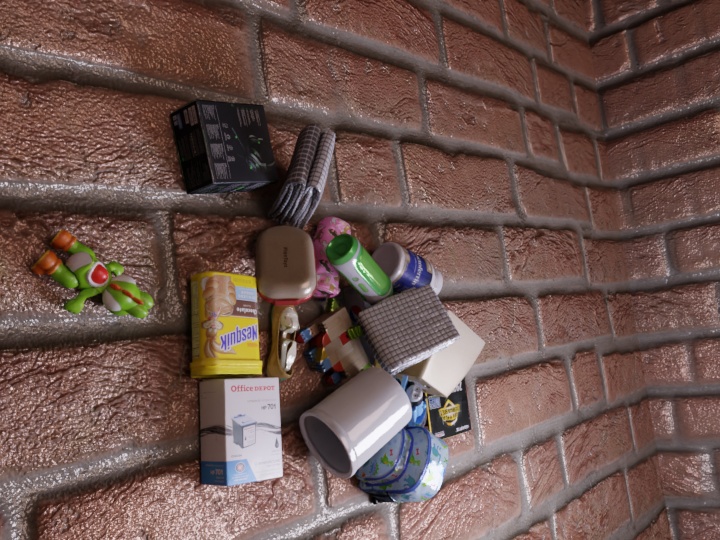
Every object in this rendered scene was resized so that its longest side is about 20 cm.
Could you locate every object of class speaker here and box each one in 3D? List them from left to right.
[{"bbox_3d":[0.000,0.000,1.622,0.200,0.088,0.089,49,47,-44],"label":"speaker"}]

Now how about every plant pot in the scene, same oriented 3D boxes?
[{"bbox_3d":[0.169,0.213,1.808,0.200,0.199,0.178,40,66,-40],"label":"plant pot"}]

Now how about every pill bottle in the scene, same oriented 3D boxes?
[{"bbox_3d":[0.125,0.008,1.857,0.200,0.115,0.116,25,63,-44],"label":"pill bottle"}]

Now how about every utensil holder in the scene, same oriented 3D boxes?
[{"bbox_3d":[-0.007,0.333,1.551,0.200,0.170,0.171,-32,105,-33],"label":"utensil holder"}]

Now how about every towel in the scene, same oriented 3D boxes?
[{"bbox_3d":[-0.132,-0.204,1.552,0.085,0.200,0.166,18,59,-13],"label":"towel"},{"bbox_3d":[0.110,0.138,1.643,0.199,0.086,0.166,-23,67,-19],"label":"towel"}]

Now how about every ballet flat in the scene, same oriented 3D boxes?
[{"bbox_3d":[-0.160,0.146,1.533,0.068,0.063,0.201,22,64,-45],"label":"ballet flat"}]

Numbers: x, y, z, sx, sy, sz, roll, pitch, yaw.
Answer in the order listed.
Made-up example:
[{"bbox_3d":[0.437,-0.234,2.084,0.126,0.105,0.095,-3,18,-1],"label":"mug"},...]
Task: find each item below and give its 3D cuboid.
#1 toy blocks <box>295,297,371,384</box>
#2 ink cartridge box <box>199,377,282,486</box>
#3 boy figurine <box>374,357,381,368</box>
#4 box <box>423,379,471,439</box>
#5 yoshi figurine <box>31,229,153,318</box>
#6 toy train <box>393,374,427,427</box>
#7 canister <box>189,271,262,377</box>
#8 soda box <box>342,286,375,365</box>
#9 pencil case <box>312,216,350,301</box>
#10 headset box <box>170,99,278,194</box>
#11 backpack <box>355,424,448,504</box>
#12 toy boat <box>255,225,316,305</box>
[{"bbox_3d":[-0.068,0.184,1.623,0.136,0.100,0.201,-33,106,-36],"label":"toy blocks"},{"bbox_3d":[-0.237,0.315,1.388,0.146,0.086,0.201,7,77,-48],"label":"ink cartridge box"},{"bbox_3d":[0.085,0.170,1.702,0.124,0.064,0.201,20,63,-8],"label":"boy figurine"},{"bbox_3d":[0.228,0.381,1.936,0.199,0.049,0.161,1,78,-49],"label":"box"},{"bbox_3d":[-0.460,0.022,1.217,0.200,0.112,0.112,37,13,-21],"label":"yoshi figurine"},{"bbox_3d":[0.106,0.327,1.713,0.200,0.114,0.087,84,19,-54],"label":"toy train"},{"bbox_3d":[-0.271,0.110,1.399,0.148,0.086,0.201,9,73,-48],"label":"canister"},{"bbox_3d":[0.018,0.134,1.742,0.068,0.063,0.201,-9,89,-49],"label":"soda box"},{"bbox_3d":[-0.078,-0.031,1.657,0.086,0.082,0.201,41,51,-47],"label":"pencil case"},{"bbox_3d":[-0.277,-0.258,1.474,0.200,0.092,0.175,-12,90,-50],"label":"headset box"},{"bbox_3d":[0.094,0.450,1.647,0.147,0.199,0.184,41,53,-35],"label":"backpack"},{"bbox_3d":[-0.165,0.002,1.530,0.130,0.131,0.201,0,54,-9],"label":"toy boat"}]
